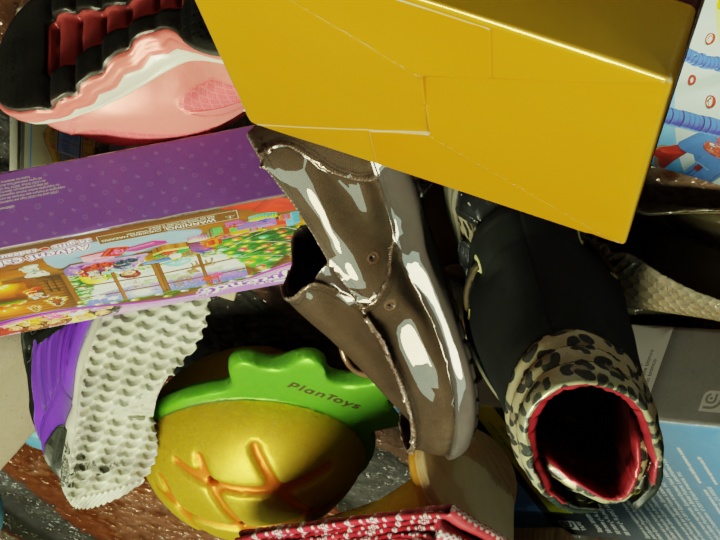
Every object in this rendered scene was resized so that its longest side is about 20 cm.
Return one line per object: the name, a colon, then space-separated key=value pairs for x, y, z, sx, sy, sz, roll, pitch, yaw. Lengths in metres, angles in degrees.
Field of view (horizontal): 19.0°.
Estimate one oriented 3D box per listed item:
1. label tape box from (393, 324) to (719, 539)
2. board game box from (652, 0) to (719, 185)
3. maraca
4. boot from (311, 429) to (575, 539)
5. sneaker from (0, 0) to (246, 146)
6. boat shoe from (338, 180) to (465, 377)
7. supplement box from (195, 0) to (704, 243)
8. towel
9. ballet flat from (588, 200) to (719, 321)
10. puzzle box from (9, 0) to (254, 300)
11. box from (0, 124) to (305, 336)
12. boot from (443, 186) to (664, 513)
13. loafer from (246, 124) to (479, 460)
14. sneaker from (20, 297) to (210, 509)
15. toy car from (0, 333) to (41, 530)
label tape box: x=0.140 y=0.089 z=1.153 sx=0.200 sy=0.063 sz=0.144 roll=3 pitch=147 yaw=33
board game box: x=0.120 y=-0.118 z=0.823 sx=0.195 sy=0.056 sz=0.200 roll=16 pitch=151 yaw=4
maraca: x=-0.052 y=0.091 z=1.227 sx=0.137 sy=0.107 sz=0.200 roll=15 pitch=149 yaw=-24
boot: x=0.022 y=0.142 z=1.174 sx=0.144 sy=0.071 sz=0.201 roll=-7 pitch=151 yaw=26
sneaker: x=-0.062 y=-0.102 z=0.946 sx=0.200 sy=0.074 sz=0.087 roll=-12 pitch=154 yaw=28
boat shoe: x=0.041 y=-0.001 z=1.025 sx=0.076 sy=0.072 sz=0.200 roll=46 pitch=149 yaw=12
supplement box: x=0.051 y=-0.139 z=0.624 sx=0.133 sy=0.200 sz=0.197 roll=18 pitch=171 yaw=7
towel: x=0.035 y=0.171 z=1.135 sx=0.145 sy=0.023 sz=0.200 roll=34 pitch=152 yaw=-26
ballet flat: x=0.181 y=-0.005 z=0.975 sx=0.200 sy=0.067 sz=0.046 roll=8 pitch=156 yaw=30
puzzle box: x=-0.113 y=-0.059 z=1.090 sx=0.133 sy=0.025 sz=0.200 roll=19 pitch=151 yaw=1
box: x=-0.096 y=-0.019 z=1.017 sx=0.200 sy=0.039 sz=0.137 roll=-11 pitch=164 yaw=-1
boot: x=0.089 y=0.055 z=0.928 sx=0.073 sy=0.154 sz=0.204 roll=-17 pitch=134 yaw=4
loafer: x=0.000 y=0.000 z=0.940 sx=0.071 sy=0.073 sz=0.200 roll=-18 pitch=118 yaw=1
sneaker: x=-0.147 y=0.035 z=1.170 sx=0.069 sy=0.100 sz=0.200 roll=-12 pitch=142 yaw=-33
toy car: x=-0.294 y=0.051 z=1.292 sx=0.200 sy=0.177 sz=0.184 roll=37 pitch=174 yaw=26
